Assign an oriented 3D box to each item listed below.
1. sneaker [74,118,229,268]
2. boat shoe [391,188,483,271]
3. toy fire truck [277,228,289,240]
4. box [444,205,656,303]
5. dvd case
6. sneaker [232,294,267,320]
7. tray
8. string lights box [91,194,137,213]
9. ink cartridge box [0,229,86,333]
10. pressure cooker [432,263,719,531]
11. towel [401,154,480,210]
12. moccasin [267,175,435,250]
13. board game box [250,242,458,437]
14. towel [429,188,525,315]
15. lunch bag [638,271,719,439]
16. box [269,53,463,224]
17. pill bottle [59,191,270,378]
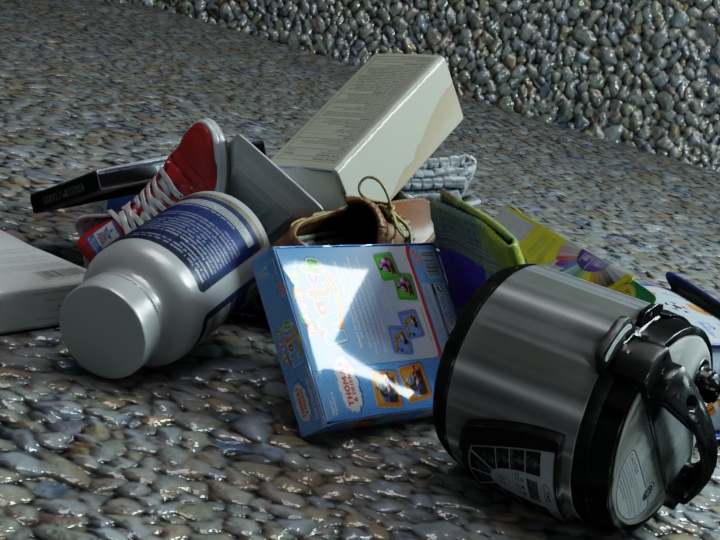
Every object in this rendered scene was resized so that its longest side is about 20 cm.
[{"bbox_3d":[-0.201,-0.058,1.410,0.112,0.200,0.071,-7,48,-37],"label":"sneaker"},{"bbox_3d":[0.110,-0.023,1.477,0.199,0.071,0.072,20,10,-22],"label":"boat shoe"},{"bbox_3d":[0.000,0.000,1.458,0.199,0.049,0.141,19,10,-21],"label":"toy fire truck"},{"bbox_3d":[0.171,0.029,1.371,0.200,0.117,0.048,34,-12,46],"label":"box"},{"bbox_3d":[-0.217,-0.097,1.527,0.199,0.025,0.150,-14,2,-38],"label":"dvd case"},{"bbox_3d":[-0.121,0.012,1.426,0.078,0.070,0.200,18,14,40],"label":"sneaker"},{"bbox_3d":[-0.109,-0.063,1.454,0.107,0.022,0.200,40,-22,-7],"label":"tray"},{"bbox_3d":[-0.194,-0.054,1.640,0.200,0.059,0.103,24,19,39],"label":"string lights box"},{"bbox_3d":[-0.354,0.004,1.297,0.176,0.045,0.200,22,16,31],"label":"ink cartridge box"},{"bbox_3d":[0.176,0.098,1.127,0.199,0.179,0.176,21,13,32],"label":"pressure cooker"},{"bbox_3d":[0.021,-0.050,1.593,0.199,0.086,0.166,-5,-15,-14],"label":"towel"},{"bbox_3d":[0.001,-0.035,1.339,0.201,0.078,0.074,-10,57,-41],"label":"moccasin"},{"bbox_3d":[0.010,0.053,1.247,0.037,0.152,0.200,-29,-18,39],"label":"board game box"},{"bbox_3d":[0.114,0.039,1.303,0.023,0.201,0.144,-23,31,-19],"label":"towel"},{"bbox_3d":[0.306,0.081,1.423,0.199,0.124,0.170,5,20,-34],"label":"lunch bag"},{"bbox_3d":[0.007,-0.128,1.467,0.095,0.078,0.200,10,45,38],"label":"box"},{"bbox_3d":[-0.166,0.014,1.261,0.111,0.111,0.200,17,27,18],"label":"pill bottle"}]
